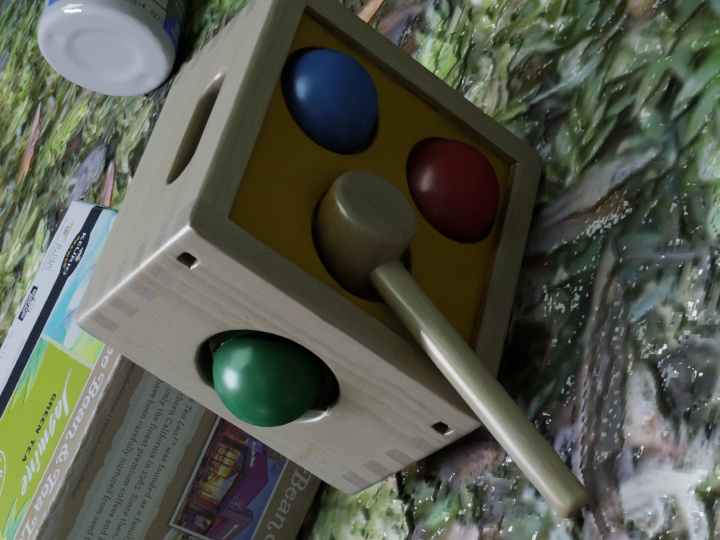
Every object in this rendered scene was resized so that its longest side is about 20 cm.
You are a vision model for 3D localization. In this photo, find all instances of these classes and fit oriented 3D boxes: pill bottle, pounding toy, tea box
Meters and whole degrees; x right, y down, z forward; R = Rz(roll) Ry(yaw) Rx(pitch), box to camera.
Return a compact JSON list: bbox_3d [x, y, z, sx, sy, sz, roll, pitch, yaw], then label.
[{"bbox_3d":[-0.189,-0.255,1.317,0.113,0.113,0.202,-30,42,48],"label":"pill bottle"},{"bbox_3d":[0.000,0.000,0.692,0.142,0.183,0.201,-35,30,45],"label":"pounding toy"},{"bbox_3d":[-0.115,0.085,0.850,0.196,0.133,0.202,14,78,63],"label":"tea box"}]
